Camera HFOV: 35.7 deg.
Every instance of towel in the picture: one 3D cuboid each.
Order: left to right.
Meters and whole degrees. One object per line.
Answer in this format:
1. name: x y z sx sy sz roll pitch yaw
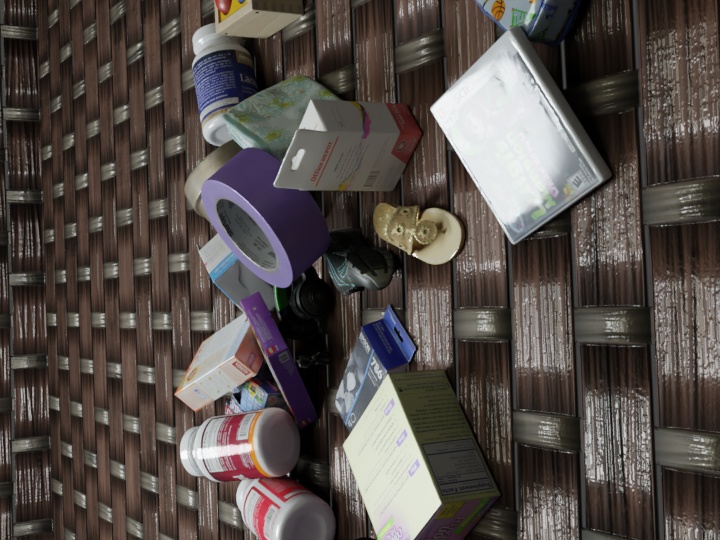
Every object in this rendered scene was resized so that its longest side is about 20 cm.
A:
1. towel: -0.113 -0.237 1.757 0.200 0.169 0.049 44 156 50

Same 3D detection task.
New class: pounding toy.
1. pounding toy: -0.205 -0.521 1.930 0.183 0.140 0.204 -9 83 59

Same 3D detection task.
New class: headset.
1. headset: -0.101 0.069 1.822 0.202 0.093 0.124 61 141 28

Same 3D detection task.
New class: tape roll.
1. tape roll: -0.144 -0.079 1.683 0.199 0.085 0.201 38 155 21

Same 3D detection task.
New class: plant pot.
1. plant pot: -0.168 -0.108 1.870 0.175 0.198 0.200 57 141 16

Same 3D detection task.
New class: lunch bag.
1. lunch bag: 0.198 -0.363 1.296 0.201 0.074 0.162 56 135 45

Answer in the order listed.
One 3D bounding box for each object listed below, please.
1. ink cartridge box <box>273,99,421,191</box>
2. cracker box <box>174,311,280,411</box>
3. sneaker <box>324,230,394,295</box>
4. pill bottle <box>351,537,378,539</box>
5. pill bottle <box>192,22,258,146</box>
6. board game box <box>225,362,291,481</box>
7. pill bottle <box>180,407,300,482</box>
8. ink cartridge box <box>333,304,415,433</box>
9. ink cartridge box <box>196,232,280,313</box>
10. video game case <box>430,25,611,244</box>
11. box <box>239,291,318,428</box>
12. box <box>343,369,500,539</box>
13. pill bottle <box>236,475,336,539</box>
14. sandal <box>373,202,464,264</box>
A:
1. ink cartridge box: -0.027 -0.175 1.574 0.117 0.197 0.068 -61 42 41
2. cracker box: -0.236 0.156 1.996 0.199 0.058 0.135 -33 23 42
3. sneaker: 0.000 0.000 1.680 0.200 0.074 0.081 -139 44 -63
4. pill bottle: -0.004 0.506 1.654 0.112 0.110 0.203 50 132 47
5. pill bottle: -0.246 -0.340 2.039 0.116 0.114 0.203 -38 59 54
6. board game box: -0.194 0.277 2.031 0.199 0.061 0.204 31 117 56
7. pill bottle: -0.208 0.299 1.902 0.197 0.112 0.115 -12 80 36
8. ink cartridge box: 0.018 0.159 1.673 0.100 0.039 0.202 57 137 44
9. ink cartridge box: -0.217 0.000 1.971 0.068 0.115 0.200 -42 27 1
10. video game case: 0.182 -0.153 1.311 0.202 0.023 0.182 59 145 6
11. box: -0.133 0.149 1.841 0.138 0.039 0.202 58 171 43
12. box: 0.077 0.268 1.515 0.177 0.095 0.202 -61 41 42
13. pill bottle: -0.132 0.406 1.875 0.199 0.111 0.115 17 106 59
14. sandal: 0.058 -0.054 1.559 0.211 0.069 0.079 22 110 58
